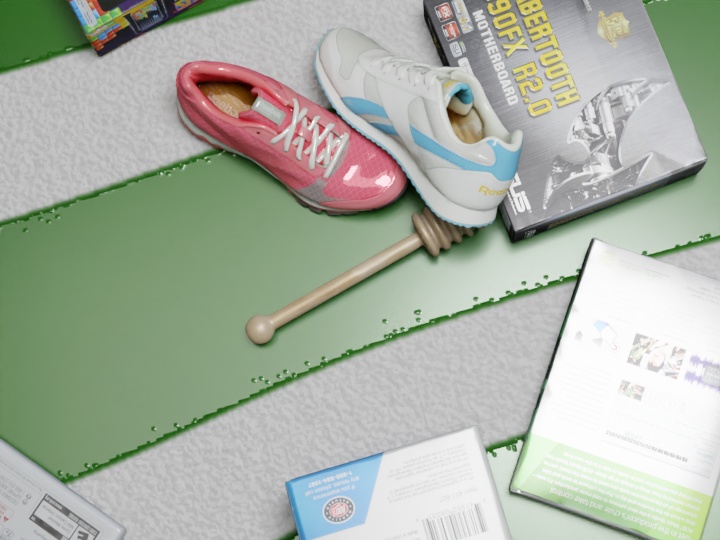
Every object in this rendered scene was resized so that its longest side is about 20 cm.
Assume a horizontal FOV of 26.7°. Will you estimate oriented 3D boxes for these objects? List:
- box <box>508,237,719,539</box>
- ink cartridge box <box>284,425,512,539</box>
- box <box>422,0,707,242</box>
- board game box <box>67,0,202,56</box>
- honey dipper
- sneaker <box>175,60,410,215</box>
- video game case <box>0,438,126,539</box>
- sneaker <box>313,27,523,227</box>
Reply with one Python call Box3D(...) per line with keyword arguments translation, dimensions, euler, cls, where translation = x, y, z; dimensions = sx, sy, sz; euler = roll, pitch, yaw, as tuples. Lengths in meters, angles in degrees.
Box3D(translation=(0.208, 0.092, 1.126), dimensions=(0.144, 0.036, 0.201), euler=(19, 80, 7), cls="box")
Box3D(translation=(0.044, 0.229, 1.085), dimensions=(0.145, 0.084, 0.201), euler=(-16, 79, 0), cls="ink cartridge box")
Box3D(translation=(0.154, -0.142, 1.166), dimensions=(0.158, 0.048, 0.201), euler=(-20, 79, 1), cls="box")
Box3D(translation=(-0.186, -0.299, 1.215), dimensions=(0.165, 0.057, 0.201), euler=(-28, 78, -4), cls="board game box")
Box3D(translation=(0.000, 0.000, 1.159), dimensions=(0.199, 0.038, 0.038), euler=(-29, 79, 2), cls="honey dipper")
Box3D(translation=(-0.058, -0.102, 1.153), dimensions=(0.199, 0.087, 0.074), euler=(25, 83, 8), cls="sneaker")
Box3D(translation=(-0.307, 0.215, 1.144), dimensions=(0.199, 0.022, 0.183), euler=(33, 83, 8), cls="video game case")
Box3D(translation=(0.045, -0.125, 1.133), dimensions=(0.076, 0.081, 0.200), euler=(-18, 56, -44), cls="sneaker")
